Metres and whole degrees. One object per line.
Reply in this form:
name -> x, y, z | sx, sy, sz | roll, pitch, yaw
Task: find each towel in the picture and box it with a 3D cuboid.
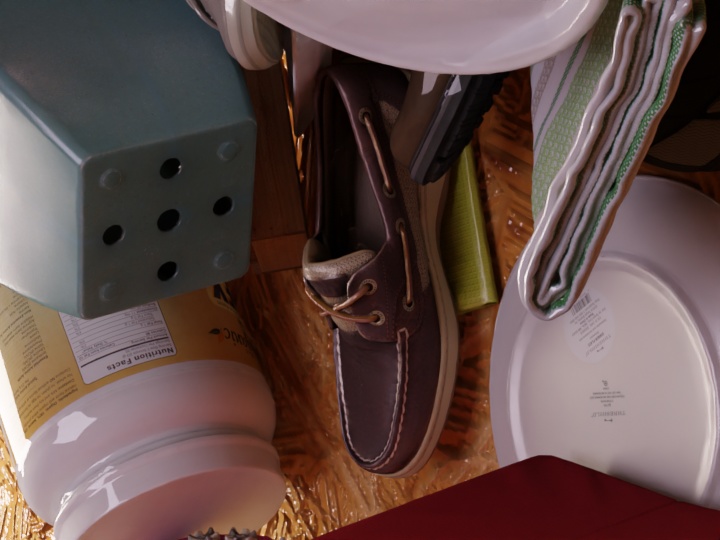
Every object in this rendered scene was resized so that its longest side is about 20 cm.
towel -> 0.089, -0.095, 0.790 | 0.200, 0.031, 0.149 | -86, 13, -52
towel -> 0.022, -0.073, 0.987 | 0.086, 0.018, 0.200 | -21, 75, 53

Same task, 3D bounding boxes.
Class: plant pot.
plant pot -> -0.136, -0.073, 0.975 | 0.200, 0.141, 0.141 | 44, 140, 42

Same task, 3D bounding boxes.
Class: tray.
tray -> -0.058, -0.105, 1.035 | 0.099, 0.037, 0.200 | 83, 177, -80
tray -> -0.028, -0.134, 0.956 | 0.200, 0.022, 0.108 | 102, 161, -82

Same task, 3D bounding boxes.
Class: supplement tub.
supplement tub -> -0.130, 0.054, 1.091 | 0.144, 0.144, 0.200 | -50, 53, 42

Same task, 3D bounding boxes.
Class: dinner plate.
dinner plate -> 0.114, 0.059, 0.865 | 0.200, 0.024, 0.200 | 1, 91, 53

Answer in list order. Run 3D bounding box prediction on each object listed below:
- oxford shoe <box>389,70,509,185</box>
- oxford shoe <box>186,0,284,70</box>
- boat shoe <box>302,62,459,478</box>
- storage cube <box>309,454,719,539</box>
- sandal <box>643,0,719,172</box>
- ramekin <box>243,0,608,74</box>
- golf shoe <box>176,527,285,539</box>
oxford shoe -> 0.039, -0.138, 0.895 | 0.084, 0.073, 0.200 | 16, 101, 11
oxford shoe -> -0.066, -0.144, 0.909 | 0.200, 0.058, 0.075 | -102, 8, -59
boat shoe -> 0.000, 0.000, 0.950 | 0.072, 0.072, 0.200 | 9, 98, 48
storage cube -> 0.069, 0.191, 0.779 | 0.171, 0.180, 0.200 | 10, 111, 53
sandal -> 0.157, -0.128, 0.770 | 0.057, 0.080, 0.201 | -95, 20, -64
ramekin -> 0.012, -0.168, 0.710 | 0.202, 0.202, 0.094 | -14, 42, 53
golf shoe -> -0.030, 0.190, 0.997 | 0.200, 0.075, 0.092 | 15, 117, 35
